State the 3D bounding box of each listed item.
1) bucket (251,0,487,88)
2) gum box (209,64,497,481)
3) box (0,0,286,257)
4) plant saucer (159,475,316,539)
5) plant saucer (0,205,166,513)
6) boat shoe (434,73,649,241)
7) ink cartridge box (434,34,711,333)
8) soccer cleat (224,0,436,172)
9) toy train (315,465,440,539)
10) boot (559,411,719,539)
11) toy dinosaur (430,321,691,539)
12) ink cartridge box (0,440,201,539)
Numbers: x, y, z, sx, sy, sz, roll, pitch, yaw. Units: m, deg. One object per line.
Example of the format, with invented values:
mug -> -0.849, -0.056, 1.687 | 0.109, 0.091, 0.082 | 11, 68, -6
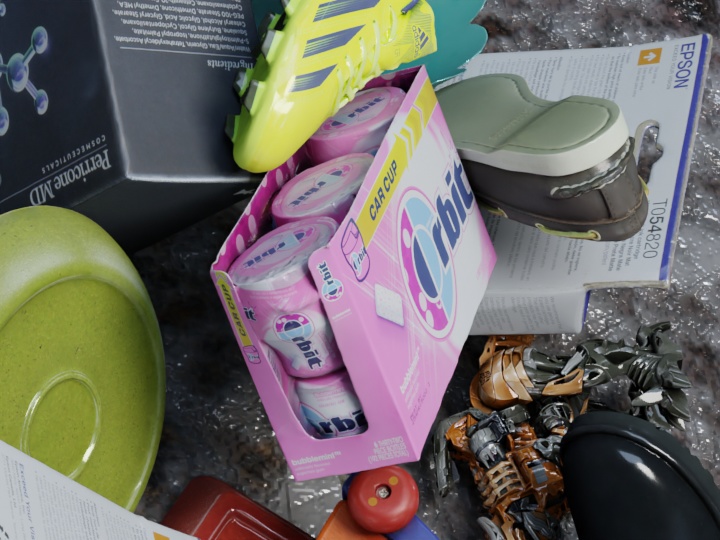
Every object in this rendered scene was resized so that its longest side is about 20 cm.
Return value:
bucket -> -0.040, -0.167, 1.181 | 0.206, 0.134, 0.209 | 31, 46, -38
gum box -> 0.000, 0.000, 1.003 | 0.066, 0.114, 0.200 | -12, 26, 22
box -> -0.139, -0.118, 1.063 | 0.106, 0.148, 0.202 | -2, 75, -45
plant saucer -> -0.040, 0.208, 1.010 | 0.199, 0.037, 0.200 | 31, 51, 6
plant saucer -> -0.149, 0.072, 0.977 | 0.031, 0.201, 0.200 | 12, 42, 32
boat shoe -> 0.082, -0.058, 1.099 | 0.071, 0.201, 0.061 | -33, 112, -14
ink cartridge box -> 0.093, -0.048, 1.180 | 0.198, 0.041, 0.201 | -2, 46, 22
soccer cleat -> -0.002, -0.119, 1.032 | 0.083, 0.065, 0.201 | 32, 53, -9
toy train -> -0.021, 0.146, 1.000 | 0.115, 0.085, 0.200 | -38, 67, -19
boot -> 0.131, 0.192, 1.011 | 0.201, 0.076, 0.168 | 59, 44, -21
toy dinosaur -> 0.104, 0.073, 1.134 | 0.134, 0.102, 0.202 | -1, 74, 0
ink cartridge box -> -0.115, 0.183, 0.898 | 0.040, 0.200, 0.201 | -27, 57, 17
